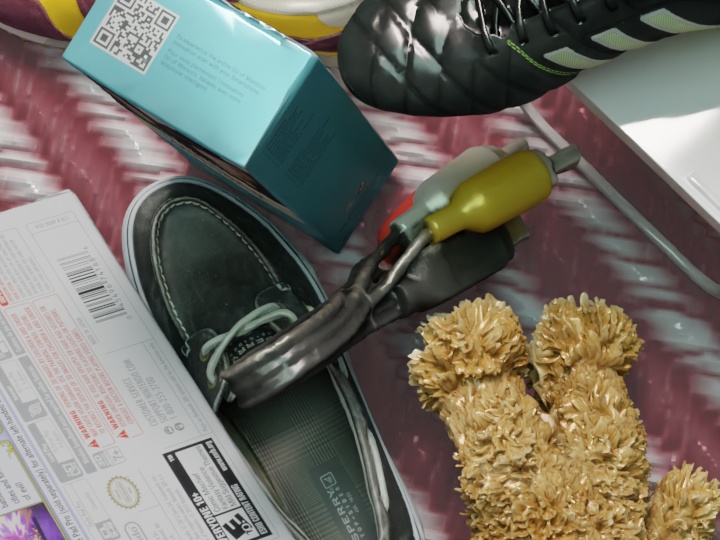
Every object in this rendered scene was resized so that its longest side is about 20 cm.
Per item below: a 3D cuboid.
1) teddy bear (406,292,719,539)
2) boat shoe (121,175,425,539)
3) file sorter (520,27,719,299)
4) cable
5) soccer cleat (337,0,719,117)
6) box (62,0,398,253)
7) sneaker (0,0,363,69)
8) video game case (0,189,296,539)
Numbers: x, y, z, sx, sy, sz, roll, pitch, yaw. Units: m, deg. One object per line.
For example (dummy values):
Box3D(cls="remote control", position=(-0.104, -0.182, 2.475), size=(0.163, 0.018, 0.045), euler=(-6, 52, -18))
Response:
Box3D(cls="teddy bear", position=(0.078, 0.103, 1.018), size=(0.145, 0.067, 0.201), euler=(18, 68, -27))
Box3D(cls="boat shoe", position=(-0.033, 0.041, 1.056), size=(0.072, 0.071, 0.200), euler=(-33, 75, -4))
Box3D(cls="file sorter", position=(0.169, -0.109, 1.049), size=(0.200, 0.125, 0.139), euler=(-43, 75, -7))
Box3D(cls="cable", position=(0.000, 0.000, 1.019), size=(0.200, 0.097, 0.050), euler=(-27, 95, -45))
Box3D(cls="soccer cleat", position=(0.086, -0.107, 0.949), size=(0.199, 0.081, 0.068), euler=(-14, 73, 1))
Box3D(cls="box", position=(-0.044, -0.061, 1.014), size=(0.082, 0.200, 0.049), euler=(32, 88, 13))
Box3D(cls="sneaker", position=(-0.075, -0.133, 1.094), size=(0.199, 0.090, 0.075), euler=(4, 76, 6))
Box3D(cls="video game case", position=(-0.149, 0.074, 1.010), size=(0.181, 0.046, 0.200), euler=(-17, 56, -29))
